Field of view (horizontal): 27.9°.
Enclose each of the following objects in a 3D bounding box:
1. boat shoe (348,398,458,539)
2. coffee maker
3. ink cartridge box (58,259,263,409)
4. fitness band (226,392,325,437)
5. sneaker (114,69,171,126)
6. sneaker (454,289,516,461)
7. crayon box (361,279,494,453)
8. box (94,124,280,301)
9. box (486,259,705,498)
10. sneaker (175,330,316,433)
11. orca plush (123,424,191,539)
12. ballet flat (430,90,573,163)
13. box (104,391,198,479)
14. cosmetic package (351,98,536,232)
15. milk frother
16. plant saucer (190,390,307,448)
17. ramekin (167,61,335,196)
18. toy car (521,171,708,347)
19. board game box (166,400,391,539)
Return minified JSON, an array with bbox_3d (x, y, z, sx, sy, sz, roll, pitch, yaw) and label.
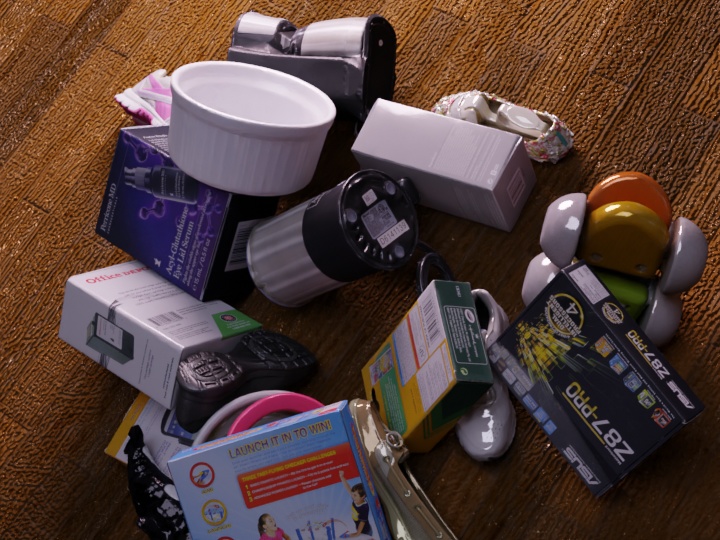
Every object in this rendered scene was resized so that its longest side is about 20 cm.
[{"bbox_3d":[0.046,0.227,1.574,0.063,0.073,0.202,-25,79,10],"label":"boat shoe"},{"bbox_3d":[-0.069,-0.235,1.852,0.199,0.135,0.193,4,65,22],"label":"coffee maker"},{"bbox_3d":[-0.241,0.072,1.740,0.199,0.146,0.085,28,116,30],"label":"ink cartridge box"},{"bbox_3d":[-0.065,0.232,1.598,0.143,0.037,0.201,-34,91,-12],"label":"fitness band"},{"bbox_3d":[-0.239,-0.210,1.932,0.200,0.081,0.088,37,81,31],"label":"sneaker"},{"bbox_3d":[0.130,0.114,1.623,0.074,0.087,0.201,-8,62,11],"label":"sneaker"},{"bbox_3d":[0.071,0.117,1.615,0.051,0.200,0.127,5,56,-25],"label":"crayon box"},{"bbox_3d":[-0.215,-0.075,1.799,0.199,0.104,0.149,29,113,29],"label":"box"},{"bbox_3d":[0.240,0.114,1.518,0.049,0.161,0.200,-24,71,-42],"label":"box"},{"bbox_3d":[-0.137,0.130,1.685,0.199,0.091,0.076,-12,41,-39],"label":"sneaker"},{"bbox_3d":[-0.224,0.269,1.647,0.105,0.071,0.201,-31,76,26],"label":"orca plush"},{"bbox_3d":[0.169,-0.188,1.782,0.199,0.064,0.076,17,71,27],"label":"ballet flat"},{"bbox_3d":[-0.193,0.208,1.720,0.199,0.042,0.120,23,73,26],"label":"box"},{"bbox_3d":[0.100,-0.128,1.751,0.199,0.107,0.091,22,73,26],"label":"cosmetic package"},{"bbox_3d":[0.000,0.000,1.712,0.188,0.180,0.201,-22,84,48],"label":"milk frother"},{"bbox_3d":[-0.099,0.236,1.634,0.198,0.050,0.202,1,84,-8],"label":"plant saucer"},{"bbox_3d":[-0.136,-0.168,1.734,0.200,0.200,0.098,29,119,30],"label":"ramekin"},{"bbox_3d":[0.278,-0.021,1.589,0.174,0.201,0.151,14,45,2],"label":"toy car"},{"bbox_3d":[-0.079,0.261,1.532,0.199,0.056,0.197,-17,93,9],"label":"board game box"}]
